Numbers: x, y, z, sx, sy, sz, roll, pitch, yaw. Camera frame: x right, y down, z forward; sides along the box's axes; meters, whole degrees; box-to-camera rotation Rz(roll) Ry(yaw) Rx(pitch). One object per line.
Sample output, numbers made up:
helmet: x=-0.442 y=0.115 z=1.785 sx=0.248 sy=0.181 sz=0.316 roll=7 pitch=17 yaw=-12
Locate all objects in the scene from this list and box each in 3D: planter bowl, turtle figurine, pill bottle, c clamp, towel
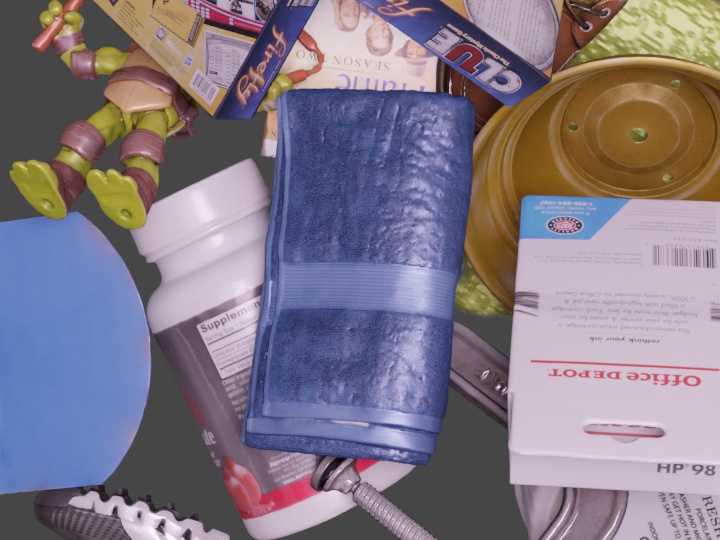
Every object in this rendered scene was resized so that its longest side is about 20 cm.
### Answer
planter bowl: x=0.155 y=-0.056 z=1.199 sx=0.199 sy=0.084 sz=0.201 roll=4 pitch=129 yaw=5
turtle figurine: x=-0.133 y=-0.097 z=1.223 sx=0.199 sy=0.065 sz=0.162 roll=18 pitch=53 yaw=14
pill bottle: x=-0.055 y=0.043 z=1.230 sx=0.110 sy=0.111 sz=0.201 roll=-25 pitch=93 yaw=7
c clamp: x=0.049 y=0.127 z=1.142 sx=0.200 sy=0.027 sz=0.171 roll=43 pitch=91 yaw=21
towel: x=0.000 y=0.000 z=1.142 sx=0.111 sy=0.049 sz=0.201 roll=3 pitch=80 yaw=24

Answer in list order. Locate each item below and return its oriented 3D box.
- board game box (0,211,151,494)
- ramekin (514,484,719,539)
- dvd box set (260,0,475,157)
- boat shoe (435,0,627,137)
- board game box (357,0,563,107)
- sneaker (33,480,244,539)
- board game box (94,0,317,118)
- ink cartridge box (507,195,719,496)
board game box: x=-0.209 y=0.051 z=1.279 sx=0.199 sy=0.039 sz=0.159 roll=-7 pitch=91 yaw=18
ramekin: x=0.182 y=0.130 z=1.200 sx=0.201 sy=0.094 sz=0.204 roll=4 pitch=114 yaw=8
dvd box set: x=0.026 y=-0.155 z=1.244 sx=0.145 sy=0.029 sz=0.201 roll=9 pitch=96 yaw=4
boat shoe: x=0.112 y=-0.162 z=1.193 sx=0.072 sy=0.068 sz=0.201 roll=31 pitch=87 yaw=-24
board game box: x=0.052 y=-0.201 z=1.122 sx=0.135 sy=0.201 sz=0.035 roll=32 pitch=140 yaw=-25
sneaker: x=-0.106 y=0.187 z=1.265 sx=0.199 sy=0.066 sz=0.091 roll=19 pitch=82 yaw=1
board game box: x=-0.100 y=-0.196 z=1.168 sx=0.200 sy=0.035 sz=0.136 roll=45 pitch=117 yaw=25
ink cartridge box: x=0.134 y=0.049 z=1.103 sx=0.115 sy=0.201 sz=0.067 roll=3 pitch=130 yaw=6
